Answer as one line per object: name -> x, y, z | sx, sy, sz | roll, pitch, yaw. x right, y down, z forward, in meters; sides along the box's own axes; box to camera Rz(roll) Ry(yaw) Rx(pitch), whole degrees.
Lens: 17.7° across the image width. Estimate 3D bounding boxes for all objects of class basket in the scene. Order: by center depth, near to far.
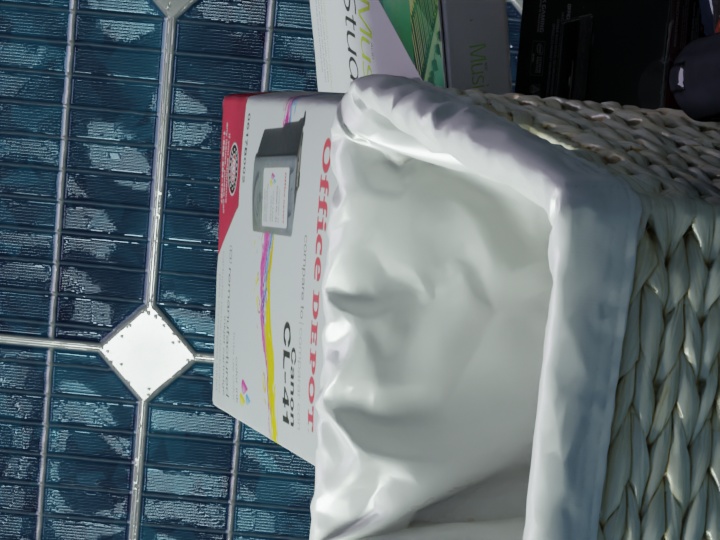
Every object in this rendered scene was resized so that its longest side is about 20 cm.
basket -> 0.087, 0.045, 0.786 | 0.198, 0.159, 0.202 | -145, 57, -65

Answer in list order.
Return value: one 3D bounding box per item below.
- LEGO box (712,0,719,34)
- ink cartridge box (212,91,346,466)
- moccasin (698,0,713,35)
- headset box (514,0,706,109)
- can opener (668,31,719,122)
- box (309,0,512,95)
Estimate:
LEGO box -> 0.175, -0.185, 0.842 | 0.150, 0.076, 0.201 | 95, 180, -46
ink cartridge box -> 0.000, 0.000, 0.968 | 0.200, 0.085, 0.149 | -164, 77, -74
moccasin -> 0.181, -0.160, 0.982 | 0.068, 0.080, 0.201 | 120, 172, -57
headset box -> 0.134, -0.080, 1.084 | 0.200, 0.077, 0.150 | 0, -85, -63
can opener -> 0.145, -0.064, 0.639 | 0.200, 0.063, 0.079 | -168, 68, -73
box -> 0.019, -0.127, 1.072 | 0.200, 0.036, 0.146 | -139, 41, -64
